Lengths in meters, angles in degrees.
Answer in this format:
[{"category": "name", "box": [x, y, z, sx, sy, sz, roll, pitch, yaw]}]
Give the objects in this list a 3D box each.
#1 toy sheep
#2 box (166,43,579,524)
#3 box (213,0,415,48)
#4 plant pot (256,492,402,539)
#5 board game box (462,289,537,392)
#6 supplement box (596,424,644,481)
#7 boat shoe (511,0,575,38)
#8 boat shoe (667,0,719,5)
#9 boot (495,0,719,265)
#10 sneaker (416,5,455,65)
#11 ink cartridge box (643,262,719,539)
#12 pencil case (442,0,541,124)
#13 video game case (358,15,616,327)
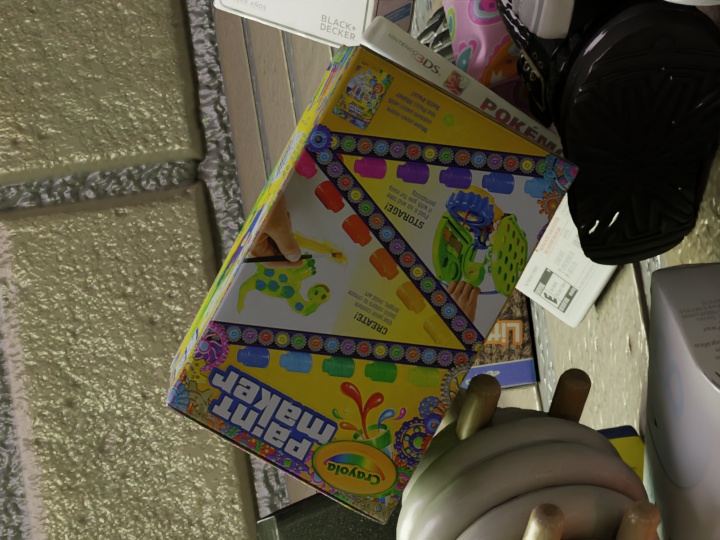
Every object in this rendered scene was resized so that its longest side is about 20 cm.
[{"category": "toy sheep", "box": [0.080, 0.127, 1.422, 0.201, 0.137, 0.138, -109, 14, -46]}, {"category": "box", "box": [0.000, 0.000, 1.446, 0.193, 0.122, 0.200, -61, 5, 3]}, {"category": "box", "box": [-0.016, -0.244, 1.765, 0.060, 0.116, 0.201, -30, -47, -54]}, {"category": "plant pot", "box": [0.025, 0.232, 2.090, 0.200, 0.176, 0.201, 144, 117, -80]}, {"category": "board game box", "box": [0.046, -0.017, 1.985, 0.159, 0.096, 0.201, -167, 69, -81]}, {"category": "supplement box", "box": [0.125, 0.183, 1.586, 0.200, 0.109, 0.109, -112, 16, -63]}, {"category": "boat shoe", "box": [0.068, -0.208, 1.351, 0.072, 0.068, 0.201, -94, 2, -78]}, {"category": "boat shoe", "box": [0.138, -0.197, 1.319, 0.201, 0.069, 0.067, -96, 2, -50]}, {"category": "boot", "box": [0.119, -0.116, 1.449, 0.211, 0.079, 0.159, 96, 164, -61]}, {"category": "sneaker", "box": [0.074, -0.088, 1.816, 0.078, 0.090, 0.201, -25, 49, 59]}, {"category": "ink cartridge box", "box": [0.178, 0.119, 1.367, 0.200, 0.047, 0.161, -105, 11, -50]}, {"category": "pencil case", "box": [0.077, -0.175, 1.671, 0.087, 0.087, 0.201, 105, 156, -70]}, {"category": "video game case", "box": [0.069, -0.052, 1.644, 0.023, 0.182, 0.200, -54, -5, -16]}]
